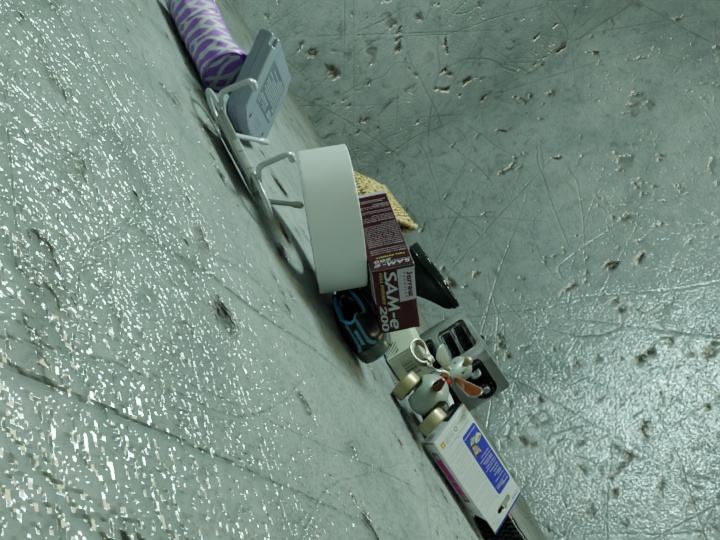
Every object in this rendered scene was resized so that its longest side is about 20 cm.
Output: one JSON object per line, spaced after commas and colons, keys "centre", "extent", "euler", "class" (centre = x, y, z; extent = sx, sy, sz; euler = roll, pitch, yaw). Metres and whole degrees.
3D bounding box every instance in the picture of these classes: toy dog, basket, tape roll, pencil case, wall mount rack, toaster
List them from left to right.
{"centre": [-0.238, -0.370, 0.978], "extent": [0.202, 0.085, 0.084], "euler": [63, 2, 23], "class": "pencil case"}
{"centre": [-0.136, -0.157, 0.848], "extent": [0.202, 0.074, 0.174], "euler": [62, -13, 13], "class": "wall mount rack"}
{"centre": [-0.041, -0.072, 0.879], "extent": [0.202, 0.070, 0.205], "euler": [170, -90, -86], "class": "tape roll"}
{"centre": [0.005, -0.118, 1.423], "extent": [0.150, 0.143, 0.199], "euler": [54, 21, 25], "class": "basket"}
{"centre": [0.138, 0.179, 1.038], "extent": [0.131, 0.096, 0.201], "euler": [37, 37, -4], "class": "toy dog"}
{"centre": [0.200, 0.206, 1.355], "extent": [0.119, 0.180, 0.201], "euler": [54, 8, -29], "class": "toaster"}

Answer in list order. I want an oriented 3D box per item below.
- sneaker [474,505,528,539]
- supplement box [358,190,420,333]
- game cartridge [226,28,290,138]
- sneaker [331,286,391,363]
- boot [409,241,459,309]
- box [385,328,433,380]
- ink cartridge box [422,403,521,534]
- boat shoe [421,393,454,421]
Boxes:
{"centre": [0.273, 0.492, 1.087], "extent": [0.201, 0.070, 0.090], "euler": [60, 9, 28], "class": "sneaker"}
{"centre": [0.033, -0.017, 0.896], "extent": [0.201, 0.060, 0.110], "euler": [-106, -174, -55], "class": "supplement box"}
{"centre": [-0.156, -0.274, 0.970], "extent": [0.040, 0.135, 0.200], "euler": [20, -2, 0], "class": "game cartridge"}
{"centre": [-0.005, 0.046, 0.936], "extent": [0.082, 0.073, 0.201], "euler": [54, 7, -31], "class": "sneaker"}
{"centre": [0.105, 0.051, 1.370], "extent": [0.200, 0.167, 0.077], "euler": [49, 10, -34], "class": "boot"}
{"centre": [0.076, 0.130, 1.241], "extent": [0.083, 0.068, 0.201], "euler": [56, 6, -29], "class": "box"}
{"centre": [0.190, 0.332, 1.050], "extent": [0.201, 0.095, 0.037], "euler": [55, -35, -10], "class": "ink cartridge box"}
{"centre": [0.153, 0.299, 1.088], "extent": [0.066, 0.069, 0.202], "euler": [-17, 87, -54], "class": "boat shoe"}
